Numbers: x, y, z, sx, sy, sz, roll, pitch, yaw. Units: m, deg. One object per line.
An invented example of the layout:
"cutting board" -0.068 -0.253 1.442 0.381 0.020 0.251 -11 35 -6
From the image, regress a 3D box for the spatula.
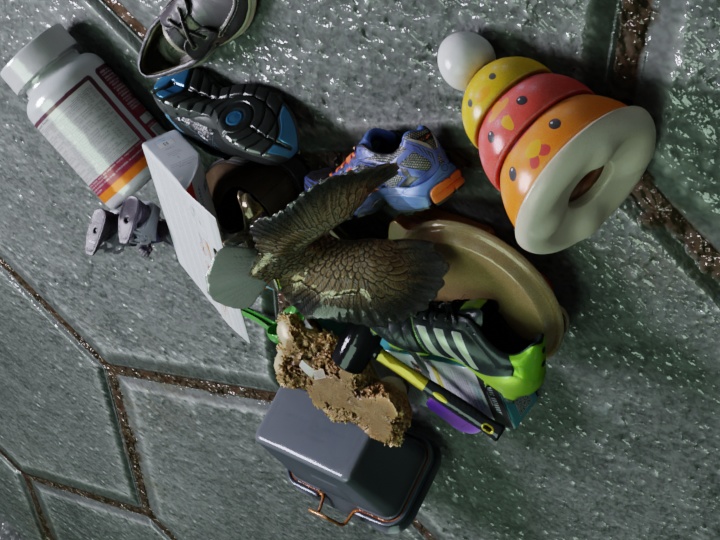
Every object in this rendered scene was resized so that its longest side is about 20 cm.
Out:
"spatula" 0.060 0.099 1.455 0.200 0.021 0.057 51 148 2

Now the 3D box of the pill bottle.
"pill bottle" -0.311 -0.177 1.559 0.200 0.110 0.109 49 149 -9

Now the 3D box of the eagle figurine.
"eagle figurine" -0.038 -0.029 1.272 0.199 0.151 0.152 9 92 44

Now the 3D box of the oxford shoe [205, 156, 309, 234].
"oxford shoe" -0.143 -0.080 1.509 0.073 0.084 0.200 51 150 -17

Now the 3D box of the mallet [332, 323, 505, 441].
"mallet" 0.058 0.123 1.423 0.200 0.041 0.066 40 112 8

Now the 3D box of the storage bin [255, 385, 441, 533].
"storage bin" -0.030 0.223 1.645 0.199 0.146 0.134 18 165 38

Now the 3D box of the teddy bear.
"teddy bear" -0.020 0.118 1.529 0.199 0.067 0.146 15 122 35

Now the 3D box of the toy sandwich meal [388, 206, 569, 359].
"toy sandwich meal" 0.120 0.011 1.336 0.204 0.070 0.206 27 145 20

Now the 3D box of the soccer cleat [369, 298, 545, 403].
"soccer cleat" 0.090 0.054 1.303 0.199 0.067 0.082 24 127 22

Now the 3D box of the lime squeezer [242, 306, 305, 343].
"lime squeezer" -0.093 0.050 1.668 0.200 0.037 0.071 -32 71 59

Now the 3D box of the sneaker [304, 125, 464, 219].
"sneaker" 0.017 -0.101 1.326 0.199 0.075 0.079 -5 112 45

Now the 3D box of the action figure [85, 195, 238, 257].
"action figure" -0.226 -0.040 1.594 0.129 0.070 0.199 2 175 35

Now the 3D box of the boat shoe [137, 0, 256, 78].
"boat shoe" -0.167 -0.242 1.356 0.072 0.065 0.200 50 148 -9

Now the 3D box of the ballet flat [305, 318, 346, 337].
"ballet flat" -0.013 0.081 1.591 0.201 0.068 0.063 62 172 -24

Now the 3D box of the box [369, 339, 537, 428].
"box" 0.093 0.111 1.498 0.199 0.049 0.083 10 135 43

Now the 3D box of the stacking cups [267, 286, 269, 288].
"stacking cups" -0.104 -0.009 1.562 0.061 0.060 0.200 55 159 -18

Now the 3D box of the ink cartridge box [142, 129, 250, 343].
"ink cartridge box" -0.157 -0.038 1.427 0.200 0.047 0.161 42 151 50

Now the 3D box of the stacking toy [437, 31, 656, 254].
"stacking toy" 0.130 -0.124 1.123 0.200 0.146 0.147 47 153 26

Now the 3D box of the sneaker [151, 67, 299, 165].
"sneaker" -0.131 -0.153 1.432 0.199 0.073 0.082 30 158 37

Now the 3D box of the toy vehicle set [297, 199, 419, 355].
"toy vehicle set" 0.000 0.000 1.430 0.200 0.027 0.124 45 -175 -2
